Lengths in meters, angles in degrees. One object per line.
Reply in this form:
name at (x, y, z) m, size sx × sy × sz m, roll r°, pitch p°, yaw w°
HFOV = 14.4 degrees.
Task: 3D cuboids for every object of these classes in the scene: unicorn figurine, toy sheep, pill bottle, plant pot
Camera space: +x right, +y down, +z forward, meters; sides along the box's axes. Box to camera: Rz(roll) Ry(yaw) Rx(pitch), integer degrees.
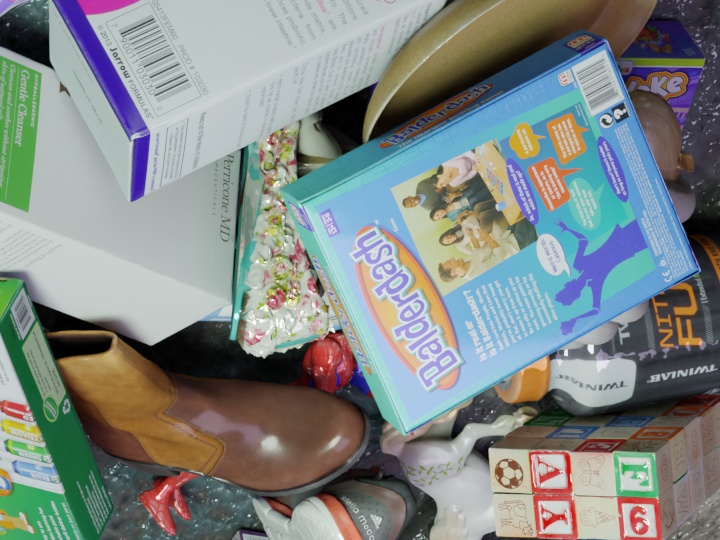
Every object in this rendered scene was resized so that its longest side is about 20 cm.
unicorn figurine at (0.080, 0.148, 1.939) m, size 0.137 × 0.074 × 0.200 m, roll -37°, pitch 114°, yaw 7°
toy sheep at (0.128, -0.021, 1.714) m, size 0.137 × 0.138 × 0.201 m, roll 20°, pitch 114°, yaw -34°
pill bottle at (0.182, 0.036, 1.859) m, size 0.199 × 0.106 × 0.107 m, roll -10°, pitch 130°, yaw -16°
plant pot at (0.081, -0.124, 1.631) m, size 0.199 × 0.028 × 0.200 m, roll -29°, pitch 160°, yaw -12°

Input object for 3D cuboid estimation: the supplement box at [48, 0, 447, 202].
supplement box at (-0.062, -0.137, 1.575) m, size 0.199 × 0.102 × 0.103 m, roll -26°, pitch 165°, yaw -14°

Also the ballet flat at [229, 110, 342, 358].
ballet flat at (-0.042, -0.044, 1.650) m, size 0.063 × 0.201 × 0.076 m, roll 2°, pitch 161°, yaw -4°

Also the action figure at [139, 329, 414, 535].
action figure at (-0.037, 0.111, 1.840) m, size 0.200 × 0.065 × 0.099 m, roll -44°, pitch 91°, yaw 14°

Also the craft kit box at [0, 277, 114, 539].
craft kit box at (-0.264, 0.080, 1.681) m, size 0.196 × 0.049 × 0.201 m, roll 6°, pitch 136°, yaw 24°

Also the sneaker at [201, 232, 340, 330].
sneaker at (-0.055, 0.012, 1.767) m, size 0.199 × 0.072 × 0.073 m, roll -3°, pitch 136°, yaw -16°

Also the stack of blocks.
stack of blocks at (0.175, 0.119, 1.869) m, size 0.114 × 0.200 × 0.059 m, roll -1°, pitch 102°, yaw 27°

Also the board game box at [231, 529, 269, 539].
board game box at (0.008, 0.243, 1.945) m, size 0.199 × 0.120 × 0.032 m, roll 12°, pitch 130°, yaw -29°

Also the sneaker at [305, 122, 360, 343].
sneaker at (0.000, 0.000, 1.711) m, size 0.071 × 0.200 × 0.080 m, roll -27°, pitch 157°, yaw -25°

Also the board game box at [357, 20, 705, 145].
board game box at (0.100, -0.088, 1.765) m, size 0.199 × 0.045 × 0.135 m, roll -1°, pitch 127°, yaw -22°

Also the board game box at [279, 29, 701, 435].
board game box at (0.074, -0.022, 1.605) m, size 0.199 × 0.045 × 0.153 m, roll -28°, pitch 109°, yaw -11°

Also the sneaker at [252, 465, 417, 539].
sneaker at (-0.009, 0.165, 1.847) m, size 0.082 × 0.200 × 0.077 m, roll -29°, pitch 96°, yaw -16°

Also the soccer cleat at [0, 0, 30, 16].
soccer cleat at (-0.158, -0.187, 1.557) m, size 0.199 × 0.073 × 0.068 m, roll -33°, pitch 132°, yaw 5°

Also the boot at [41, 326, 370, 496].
boot at (-0.109, 0.069, 1.721) m, size 0.187 × 0.069 × 0.200 m, roll 7°, pitch 160°, yaw 26°

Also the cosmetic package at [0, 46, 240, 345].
cosmetic package at (-0.171, -0.044, 1.632) m, size 0.199 × 0.108 × 0.085 m, roll 20°, pitch 148°, yaw -34°
